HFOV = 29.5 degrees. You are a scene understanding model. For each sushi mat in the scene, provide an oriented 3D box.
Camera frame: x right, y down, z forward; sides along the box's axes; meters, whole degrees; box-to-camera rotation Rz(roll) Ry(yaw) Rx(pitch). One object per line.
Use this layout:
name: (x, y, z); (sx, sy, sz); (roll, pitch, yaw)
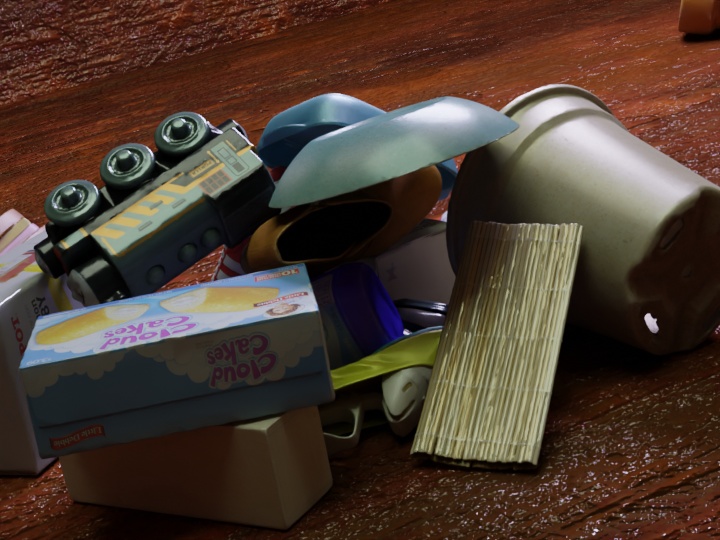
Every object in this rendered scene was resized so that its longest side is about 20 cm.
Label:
sushi mat: (0.100, 0.049, 0.982); (0.095, 0.012, 0.202); (1, 57, 25)

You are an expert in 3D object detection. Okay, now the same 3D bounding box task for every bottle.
bottle: (-0.067, 0.065, 1.074); (0.198, 0.084, 0.066); (-23, 26, 17)

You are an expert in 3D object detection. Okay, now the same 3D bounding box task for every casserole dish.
casserole dish: (0.000, -0.104, 1.192); (0.199, 0.039, 0.120); (21, -26, -41)

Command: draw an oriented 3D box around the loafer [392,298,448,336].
loafer: (-0.008, 0.057, 1.121); (0.198, 0.073, 0.063); (-1, 26, 24)

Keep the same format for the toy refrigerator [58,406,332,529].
toy refrigerator: (-0.121, 0.124, 0.971); (0.198, 0.077, 0.070); (0, 21, 32)

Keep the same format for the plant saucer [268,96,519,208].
plant saucer: (0.020, -0.096, 1.030); (0.199, 0.039, 0.201); (-17, 8, 3)

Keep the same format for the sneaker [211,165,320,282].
sneaker: (-0.108, -0.013, 1.209); (0.199, 0.113, 0.071); (-37, -8, 33)

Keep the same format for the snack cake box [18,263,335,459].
snack cake box: (-0.123, 0.059, 0.934); (0.198, 0.068, 0.115); (-11, 15, -4)

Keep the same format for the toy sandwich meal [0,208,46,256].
toy sandwich meal: (-0.355, 0.035, 1.248); (0.205, 0.070, 0.205); (-46, 6, 6)

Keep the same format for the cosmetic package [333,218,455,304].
cosmetic package: (0.000, 0.000, 1.254); (0.103, 0.088, 0.199); (-20, 19, -30)

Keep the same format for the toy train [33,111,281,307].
toy train: (-0.158, -0.045, 1.078); (0.199, 0.086, 0.114); (-35, 53, -18)

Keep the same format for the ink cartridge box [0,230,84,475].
ink cartridge box: (-0.262, 0.061, 1.137); (0.083, 0.147, 0.200); (-2, 21, 24)

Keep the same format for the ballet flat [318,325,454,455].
ballet flat: (0.004, 0.099, 1.014); (0.198, 0.067, 0.067); (-15, 39, -3)

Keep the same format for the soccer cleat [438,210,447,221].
soccer cleat: (0.108, -0.020, 1.309); (0.073, 0.069, 0.200); (-29, 18, 9)

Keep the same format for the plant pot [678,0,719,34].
plant pot: (0.613, -0.468, 2.169); (0.181, 0.202, 0.200); (11, 23, 14)

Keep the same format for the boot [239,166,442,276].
boot: (0.004, -0.042, 1.070); (0.200, 0.071, 0.144); (-26, 5, -20)

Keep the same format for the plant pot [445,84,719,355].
plant pot: (0.200, -0.027, 1.089); (0.199, 0.202, 0.183); (-21, 31, -28)
